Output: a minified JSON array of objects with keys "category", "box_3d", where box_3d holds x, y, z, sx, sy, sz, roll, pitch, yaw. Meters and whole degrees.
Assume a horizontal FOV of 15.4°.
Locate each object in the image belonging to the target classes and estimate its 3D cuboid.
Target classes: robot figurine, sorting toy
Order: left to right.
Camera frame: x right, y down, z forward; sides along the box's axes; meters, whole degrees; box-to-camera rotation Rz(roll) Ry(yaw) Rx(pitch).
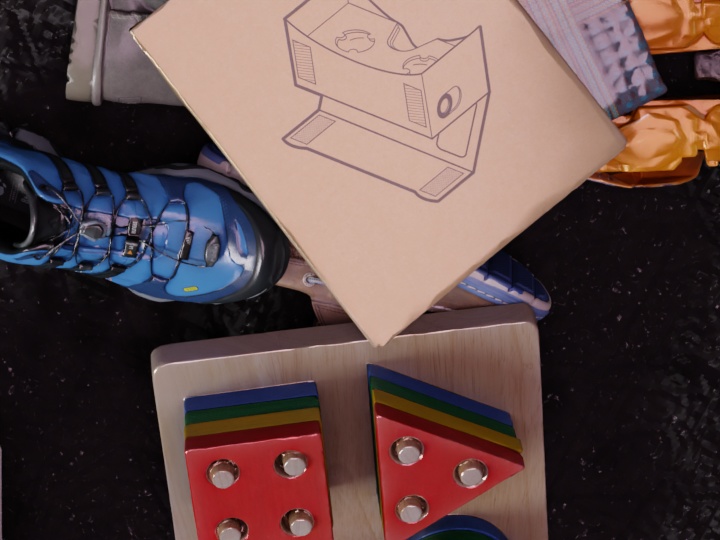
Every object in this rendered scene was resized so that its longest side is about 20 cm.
[{"category":"sorting toy","box_3d":[0.001,0.129,1.385,0.197,0.070,0.201,-7,122,-2]},{"category":"robot figurine","box_3d":[0.180,-0.106,1.389,0.198,0.058,0.146,-3,102,-2]}]

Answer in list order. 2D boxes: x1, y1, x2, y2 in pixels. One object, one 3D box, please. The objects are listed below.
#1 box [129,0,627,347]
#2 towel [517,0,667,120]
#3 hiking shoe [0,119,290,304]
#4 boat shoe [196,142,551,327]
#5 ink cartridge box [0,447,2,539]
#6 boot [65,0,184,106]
[{"category":"box","box_3d":[0.010,-0.090,1.316,0.163,0.021,0.200,-38,99,-1]},{"category":"towel","box_3d":[0.037,-0.112,1.338,0.199,0.022,0.147,-25,101,-3]},{"category":"hiking shoe","box_3d":[-0.135,-0.019,1.345,0.199,0.087,0.075,13,108,16]},{"category":"boat shoe","box_3d":[0.000,0.000,1.399,0.199,0.072,0.073,22,104,2]},{"category":"ink cartridge box","box_3d":[-0.288,0.154,1.363,0.199,0.084,0.146,6,103,19]},{"category":"boot","box_3d":[-0.042,-0.148,1.362,0.199,0.073,0.183,8,104,-2]}]
